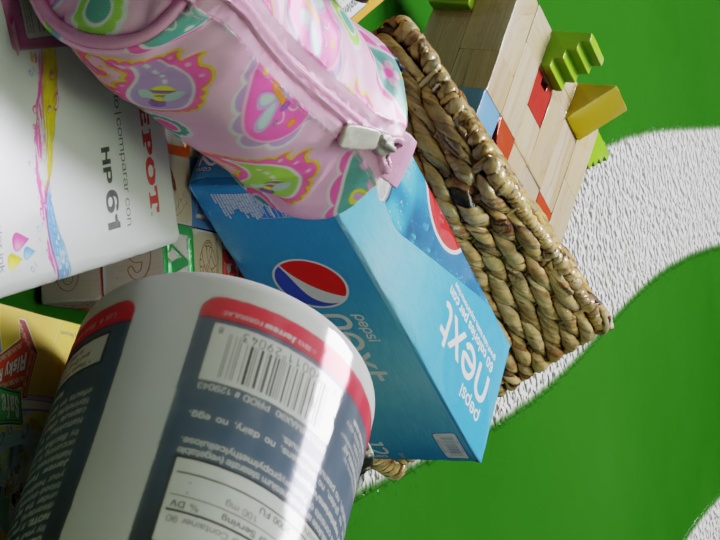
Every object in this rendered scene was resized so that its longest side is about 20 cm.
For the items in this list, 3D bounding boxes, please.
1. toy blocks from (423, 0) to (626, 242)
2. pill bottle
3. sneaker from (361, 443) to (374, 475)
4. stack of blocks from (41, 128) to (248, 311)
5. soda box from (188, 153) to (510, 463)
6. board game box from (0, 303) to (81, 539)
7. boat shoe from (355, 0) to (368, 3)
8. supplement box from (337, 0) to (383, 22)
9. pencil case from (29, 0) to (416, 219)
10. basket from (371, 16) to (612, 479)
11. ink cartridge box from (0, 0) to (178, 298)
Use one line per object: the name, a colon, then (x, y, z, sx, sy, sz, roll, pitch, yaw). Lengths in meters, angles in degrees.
toy blocks: (0.074, -0.067, 1.501, 0.200, 0.099, 0.137, 57, 46, -51)
pill bottle: (-0.070, 0.112, 0.952, 0.120, 0.119, 0.201, 64, 31, -43)
sneaker: (-0.047, 0.064, 1.149, 0.200, 0.076, 0.089, 114, -45, -76)
stack of blocks: (-0.097, -0.086, 1.095, 0.115, 0.058, 0.202, 9, 77, -68)
soda box: (0.000, 0.000, 1.146, 0.200, 0.064, 0.068, 61, 37, -45)
board game box: (-0.121, 0.089, 1.034, 0.200, 0.034, 0.136, 20, 68, -67)
boat shoe: (-0.011, -0.152, 0.968, 0.066, 0.072, 0.201, -52, 170, -1)
supplement box: (-0.026, -0.154, 1.280, 0.200, 0.066, 0.069, -44, 129, -62)
pencil case: (-0.045, -0.084, 0.966, 0.200, 0.087, 0.088, 41, 49, -62)
basket: (0.012, -0.016, 1.333, 0.143, 0.149, 0.200, 59, 6, 32)
ink cartridge box: (-0.147, -0.065, 0.933, 0.200, 0.084, 0.146, -24, 108, -69)
